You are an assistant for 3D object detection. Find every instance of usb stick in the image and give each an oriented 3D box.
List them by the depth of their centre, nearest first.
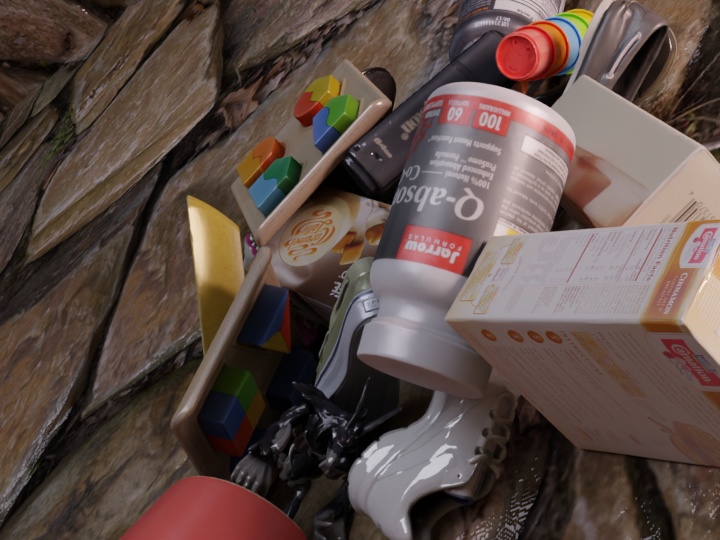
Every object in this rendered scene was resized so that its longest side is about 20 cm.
[{"bbox_3d":[0.070,-0.147,1.124,0.199,0.056,0.033,-41,-3,-10],"label":"usb stick"}]

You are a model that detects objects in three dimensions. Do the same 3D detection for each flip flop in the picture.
[{"bbox_3d":[0.200,-0.146,1.073,0.200,0.081,0.057,-44,-12,27],"label":"flip flop"}]

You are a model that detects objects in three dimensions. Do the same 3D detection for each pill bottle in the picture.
[{"bbox_3d":[0.073,-0.020,0.858,0.115,0.115,0.202,0,68,57],"label":"pill bottle"},{"bbox_3d":[0.150,-0.247,1.243,0.106,0.106,0.201,-24,34,40],"label":"pill bottle"}]

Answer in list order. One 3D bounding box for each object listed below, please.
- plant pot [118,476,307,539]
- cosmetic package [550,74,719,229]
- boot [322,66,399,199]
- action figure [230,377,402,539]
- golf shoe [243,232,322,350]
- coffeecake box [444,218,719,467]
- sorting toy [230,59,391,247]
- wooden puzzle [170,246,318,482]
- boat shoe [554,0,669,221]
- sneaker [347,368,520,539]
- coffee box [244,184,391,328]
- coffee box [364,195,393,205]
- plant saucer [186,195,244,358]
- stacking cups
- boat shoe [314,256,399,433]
[{"bbox_3d":[-0.127,0.263,0.884,0.199,0.201,0.178,-19,29,45],"label":"plant pot"},{"bbox_3d":[0.204,-0.060,0.902,0.087,0.103,0.200,-45,24,7],"label":"cosmetic package"},{"bbox_3d":[0.041,-0.136,1.221,0.173,0.069,0.202,-8,50,46],"label":"boot"},{"bbox_3d":[-0.050,0.172,0.968,0.200,0.119,0.102,-43,14,31],"label":"action figure"},{"bbox_3d":[-0.087,0.041,1.275,0.201,0.074,0.092,-110,36,-55],"label":"golf shoe"},{"bbox_3d":[0.174,0.048,0.736,0.199,0.153,0.074,-2,50,56],"label":"coffeecake box"},{"bbox_3d":[-0.059,-0.127,1.208,0.185,0.036,0.200,-47,22,7],"label":"sorting toy"},{"bbox_3d":[-0.090,0.109,1.075,0.046,0.201,0.187,12,55,18],"label":"wooden puzzle"},{"bbox_3d":[0.195,-0.126,1.007,0.057,0.067,0.202,27,107,30],"label":"boat shoe"},{"bbox_3d":[0.080,0.124,0.895,0.201,0.074,0.087,-51,40,4],"label":"sneaker"},{"bbox_3d":[0.000,0.000,1.115,0.199,0.080,0.115,21,71,49],"label":"coffee box"},{"bbox_3d":[0.040,-0.076,1.247,0.199,0.044,0.124,-26,34,39],"label":"coffee box"},{"bbox_3d":[-0.134,0.041,1.191,0.048,0.203,0.200,-7,-8,-7],"label":"plant saucer"},{"bbox_3d":[0.170,-0.197,1.094,0.060,0.061,0.200,-31,1,31],"label":"stacking cups"},{"bbox_3d":[0.001,0.070,0.991,0.201,0.071,0.063,110,156,-48],"label":"boat shoe"}]
